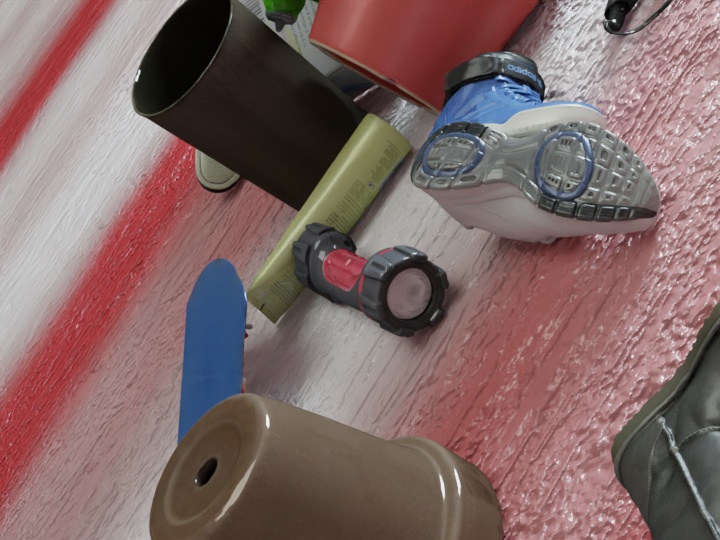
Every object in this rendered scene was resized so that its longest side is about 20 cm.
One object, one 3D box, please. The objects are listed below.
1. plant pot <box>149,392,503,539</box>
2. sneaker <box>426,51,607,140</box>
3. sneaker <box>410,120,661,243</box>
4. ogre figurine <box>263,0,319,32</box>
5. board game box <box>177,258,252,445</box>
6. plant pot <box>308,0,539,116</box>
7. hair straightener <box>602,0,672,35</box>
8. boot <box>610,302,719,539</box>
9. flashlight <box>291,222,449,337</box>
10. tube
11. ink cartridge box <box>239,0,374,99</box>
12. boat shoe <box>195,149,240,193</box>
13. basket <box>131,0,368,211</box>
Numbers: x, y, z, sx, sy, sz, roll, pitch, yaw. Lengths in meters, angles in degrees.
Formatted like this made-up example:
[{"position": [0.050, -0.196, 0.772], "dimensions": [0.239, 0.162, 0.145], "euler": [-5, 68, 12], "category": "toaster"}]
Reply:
[{"position": [-0.034, 0.169, 0.979], "dimensions": [0.200, 0.174, 0.202], "euler": [-37, 31, 26], "category": "plant pot"}, {"position": [0.121, -0.128, 1.185], "dimensions": [0.199, 0.076, 0.113], "euler": [-19, 51, 58], "category": "sneaker"}, {"position": [0.132, -0.057, 1.095], "dimensions": [0.198, 0.087, 0.075], "euler": [14, 66, 42], "category": "sneaker"}, {"position": [-0.054, -0.299, 1.377], "dimensions": [0.121, 0.097, 0.201], "euler": [110, 153, -42], "category": "ogre figurine"}, {"position": [-0.112, 0.092, 1.317], "dimensions": [0.158, 0.038, 0.203], "euler": [168, 106, -65], "category": "board game box"}, {"position": [0.056, -0.243, 1.326], "dimensions": [0.179, 0.199, 0.200], "euler": [-61, 26, 3], "category": "plant pot"}, {"position": [0.232, -0.267, 1.213], "dimensions": [0.077, 0.041, 0.202], "euler": [-15, 45, 51], "category": "hair straightener"}, {"position": [0.205, 0.113, 0.771], "dimensions": [0.183, 0.072, 0.201], "euler": [-58, 16, 23], "category": "boot"}, {"position": [0.000, 0.000, 1.242], "dimensions": [0.068, 0.068, 0.200], "euler": [-56, 27, -3], "category": "flashlight"}, {"position": [-0.032, -0.046, 1.358], "dimensions": [0.201, 0.058, 0.052], "euler": [-55, 22, -5], "category": "tube"}, {"position": [-0.043, -0.239, 1.512], "dimensions": [0.199, 0.082, 0.148], "euler": [-29, 71, 38], "category": "ink cartridge box"}, {"position": [-0.134, -0.166, 1.684], "dimensions": [0.068, 0.071, 0.202], "euler": [100, -178, -62], "category": "boat shoe"}, {"position": [-0.089, -0.146, 1.408], "dimensions": [0.137, 0.199, 0.180], "euler": [-56, 28, 0], "category": "basket"}]
